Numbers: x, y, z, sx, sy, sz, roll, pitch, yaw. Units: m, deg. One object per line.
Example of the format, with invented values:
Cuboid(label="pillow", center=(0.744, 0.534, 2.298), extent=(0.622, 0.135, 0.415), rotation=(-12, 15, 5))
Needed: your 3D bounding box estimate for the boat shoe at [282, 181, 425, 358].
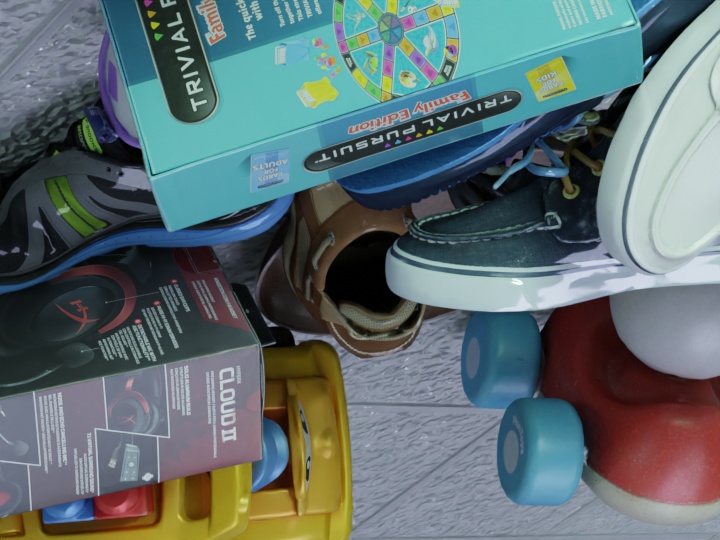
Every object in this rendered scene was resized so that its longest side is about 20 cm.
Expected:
Cuboid(label="boat shoe", center=(0.000, 0.000, 1.450), extent=(0.075, 0.074, 0.200), rotation=(-16, 152, 0))

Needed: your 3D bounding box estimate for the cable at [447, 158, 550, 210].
Cuboid(label="cable", center=(0.133, -0.074, 1.295), extent=(0.199, 0.051, 0.164), rotation=(-14, 119, -2))

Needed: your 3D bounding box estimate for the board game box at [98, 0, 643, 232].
Cuboid(label="board game box", center=(-0.005, -0.117, 1.165), extent=(0.199, 0.152, 0.047), rotation=(-17, 152, -1))

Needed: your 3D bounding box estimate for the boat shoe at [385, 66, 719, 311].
Cuboid(label="boat shoe", center=(0.106, -0.040, 1.257), extent=(0.199, 0.092, 0.071), rotation=(-6, -160, -2))

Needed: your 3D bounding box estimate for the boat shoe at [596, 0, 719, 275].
Cuboid(label="boat shoe", center=(0.175, -0.076, 1.174), extent=(0.200, 0.066, 0.072), rotation=(-50, 128, 1))

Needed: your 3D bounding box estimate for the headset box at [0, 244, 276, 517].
Cuboid(label="headset box", center=(-0.142, 0.036, 1.392), extent=(0.199, 0.149, 0.075), rotation=(-12, 128, -16))

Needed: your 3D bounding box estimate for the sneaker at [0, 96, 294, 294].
Cuboid(label="sneaker", center=(-0.130, -0.045, 1.361), extent=(0.198, 0.071, 0.083), rotation=(-12, 130, -2))

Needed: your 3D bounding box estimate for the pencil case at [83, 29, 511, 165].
Cuboid(label="pencil case", center=(-0.021, -0.087, 1.306), extent=(0.199, 0.086, 0.084), rotation=(-1, 135, -39))

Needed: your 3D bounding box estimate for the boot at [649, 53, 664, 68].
Cuboid(label="boot", center=(0.178, -0.138, 1.333), extent=(0.072, 0.091, 0.200), rotation=(-10, 155, -19))

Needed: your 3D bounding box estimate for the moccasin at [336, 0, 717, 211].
Cuboid(label="moccasin", center=(0.081, -0.080, 1.211), extent=(0.199, 0.081, 0.068), rotation=(-30, 148, 14))

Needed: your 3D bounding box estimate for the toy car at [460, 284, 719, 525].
Cuboid(label="toy car", center=(0.178, 0.024, 1.666), extent=(0.183, 0.177, 0.201), rotation=(4, 122, -17))

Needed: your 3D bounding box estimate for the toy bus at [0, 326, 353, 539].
Cuboid(label="toy bus", center=(-0.104, 0.096, 1.502), extent=(0.198, 0.137, 0.192), rotation=(-5, 175, -1))

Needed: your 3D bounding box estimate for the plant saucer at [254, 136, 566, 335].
Cuboid(label="plant saucer", center=(0.035, -0.025, 1.555), extent=(0.199, 0.032, 0.200), rotation=(-15, 156, -7))
